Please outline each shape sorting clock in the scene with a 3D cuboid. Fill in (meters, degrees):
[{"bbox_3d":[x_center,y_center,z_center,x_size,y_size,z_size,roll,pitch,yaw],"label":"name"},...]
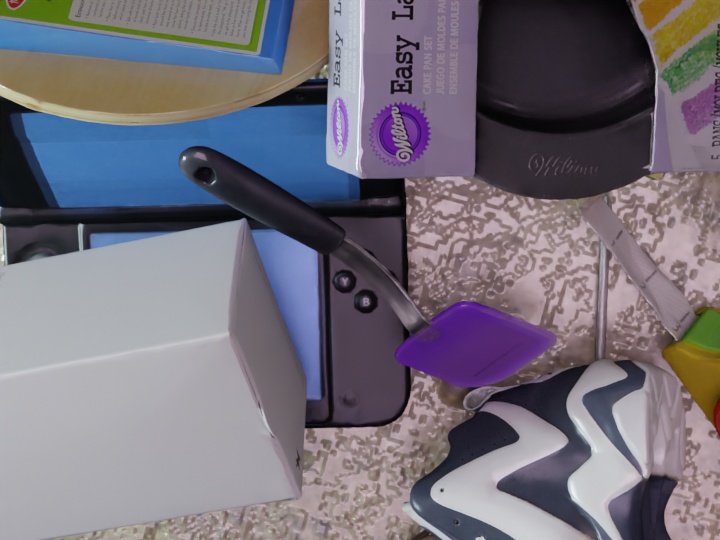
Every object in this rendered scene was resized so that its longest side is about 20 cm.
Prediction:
[{"bbox_3d":[-0.095,-0.132,0.807,0.199,0.201,0.039,11,137,1],"label":"shape sorting clock"}]

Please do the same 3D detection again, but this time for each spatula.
[{"bbox_3d":[0.000,0.000,0.816,0.200,0.021,0.056,34,128,-22],"label":"spatula"}]

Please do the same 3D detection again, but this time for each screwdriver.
[{"bbox_3d":[0.116,0.065,0.887,0.028,0.029,0.201,3,98,2],"label":"screwdriver"}]

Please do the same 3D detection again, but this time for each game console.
[{"bbox_3d":[-0.078,-0.001,0.842,0.199,0.118,0.172,-1,97,3],"label":"game console"}]

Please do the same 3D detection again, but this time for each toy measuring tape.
[{"bbox_3d":[0.177,0.027,0.854,0.073,0.074,0.200,-36,97,6],"label":"toy measuring tape"}]

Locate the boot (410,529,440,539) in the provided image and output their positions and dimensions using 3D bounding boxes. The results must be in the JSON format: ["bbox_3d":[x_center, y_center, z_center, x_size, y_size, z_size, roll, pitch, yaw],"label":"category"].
[{"bbox_3d":[0.021,0.238,0.849,0.070,0.146,0.201,16,102,-14],"label":"boot"}]

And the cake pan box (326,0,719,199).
[{"bbox_3d":[0.079,-0.132,0.758,0.183,0.052,0.201,0,101,-14],"label":"cake pan box"}]

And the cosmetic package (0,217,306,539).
[{"bbox_3d":[-0.133,0.058,0.824,0.199,0.085,0.108,-10,128,9],"label":"cosmetic package"}]

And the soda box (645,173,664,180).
[{"bbox_3d":[0.154,-0.144,0.841,0.067,0.064,0.201,28,98,0],"label":"soda box"}]

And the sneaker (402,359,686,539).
[{"bbox_3d":[0.078,0.141,0.846,0.129,0.079,0.201,-2,81,30],"label":"sneaker"}]
